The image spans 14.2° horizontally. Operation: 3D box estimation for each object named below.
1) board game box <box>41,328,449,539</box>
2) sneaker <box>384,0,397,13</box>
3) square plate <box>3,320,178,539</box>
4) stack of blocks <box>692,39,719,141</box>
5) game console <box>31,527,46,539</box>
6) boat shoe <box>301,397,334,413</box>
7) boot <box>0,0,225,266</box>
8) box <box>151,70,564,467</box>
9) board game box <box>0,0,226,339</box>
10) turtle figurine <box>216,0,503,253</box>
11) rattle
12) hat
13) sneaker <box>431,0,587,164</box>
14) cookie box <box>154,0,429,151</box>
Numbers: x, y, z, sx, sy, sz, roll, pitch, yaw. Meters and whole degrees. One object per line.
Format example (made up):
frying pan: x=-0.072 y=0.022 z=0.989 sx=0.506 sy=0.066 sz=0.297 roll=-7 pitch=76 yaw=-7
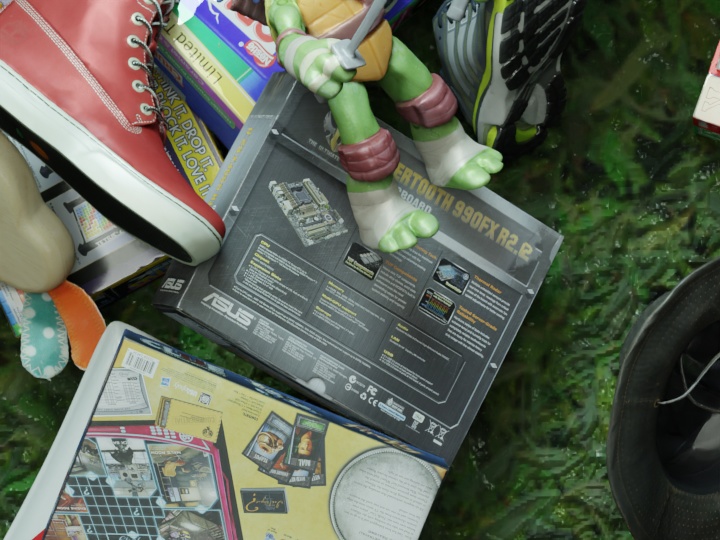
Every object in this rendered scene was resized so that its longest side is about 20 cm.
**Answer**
board game box: x=-0.067 y=0.134 z=1.644 sx=0.199 sy=0.035 sz=0.136 roll=23 pitch=95 yaw=-6
sneaker: x=-0.052 y=-0.228 z=1.684 sx=0.200 sy=0.085 sz=0.075 roll=37 pitch=75 yaw=3
square plate: x=-0.103 y=0.160 z=1.717 sx=0.197 sy=0.028 sz=0.201 roll=27 pitch=103 yaw=-2
stack of blocks: x=0.287 y=-0.162 z=1.749 sx=0.114 sy=0.059 sz=0.201 roll=19 pitch=86 yaw=9
game console: x=-0.107 y=0.201 z=1.683 sx=0.200 sy=0.031 sz=0.177 roll=-40 pitch=98 yaw=3
boat shoe: x=-0.066 y=0.117 z=1.754 sx=0.200 sy=0.075 sz=0.062 roll=-42 pitch=99 yaw=6
boot: x=-0.122 y=-0.107 z=1.649 sx=0.200 sy=0.073 sz=0.144 roll=40 pitch=76 yaw=19
box: x=0.000 y=0.000 z=1.696 sx=0.199 sy=0.048 sz=0.159 roll=31 pitch=79 yaw=-20
board game box: x=-0.180 y=-0.080 z=1.802 sx=0.165 sy=0.057 sz=0.201 roll=-27 pitch=80 yaw=2
turtle figurine: x=0.026 y=-0.117 z=1.589 sx=0.199 sy=0.144 sz=0.195 roll=-15 pitch=117 yaw=18
rattle: x=-0.205 y=-0.047 z=1.758 sx=0.200 sy=0.143 sz=0.130 roll=38 pitch=121 yaw=-5
hat: x=0.198 y=0.070 z=1.714 sx=0.081 sy=0.200 sz=0.201 roll=28 pitch=87 yaw=49
sneaker: x=0.079 y=-0.144 z=1.714 sx=0.074 sy=0.201 sz=0.081 roll=-34 pitch=66 yaw=-26
cookie box: x=-0.051 y=-0.195 z=1.760 sx=0.200 sy=0.075 sz=0.171 roll=-42 pitch=85 yaw=-13
